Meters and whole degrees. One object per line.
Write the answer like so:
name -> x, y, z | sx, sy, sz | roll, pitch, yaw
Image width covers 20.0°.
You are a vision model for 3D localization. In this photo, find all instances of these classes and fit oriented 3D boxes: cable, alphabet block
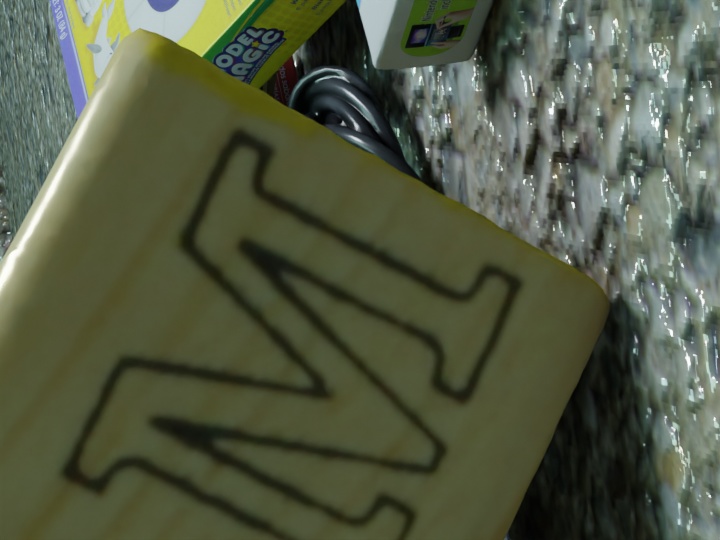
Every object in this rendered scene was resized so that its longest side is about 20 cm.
cable -> 0.000, 0.000, 0.955 | 0.163, 0.050, 0.202 | -126, 28, -71
alphabet block -> -0.056, 0.060, 0.746 | 0.201, 0.195, 0.195 | -63, 10, -12

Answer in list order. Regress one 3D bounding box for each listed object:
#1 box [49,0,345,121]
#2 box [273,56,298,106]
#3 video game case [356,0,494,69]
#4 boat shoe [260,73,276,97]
box -> -0.067, -0.141, 0.953 | 0.200, 0.048, 0.118 | -41, 53, 33
box -> -0.068, -0.004, 1.098 | 0.100, 0.095, 0.202 | 125, 134, -69
video game case -> 0.016, -0.208, 0.758 | 0.182, 0.045, 0.201 | 111, 148, -61
boat shoe -> -0.061, -0.137, 1.040 | 0.074, 0.066, 0.202 | 19, 96, 63
